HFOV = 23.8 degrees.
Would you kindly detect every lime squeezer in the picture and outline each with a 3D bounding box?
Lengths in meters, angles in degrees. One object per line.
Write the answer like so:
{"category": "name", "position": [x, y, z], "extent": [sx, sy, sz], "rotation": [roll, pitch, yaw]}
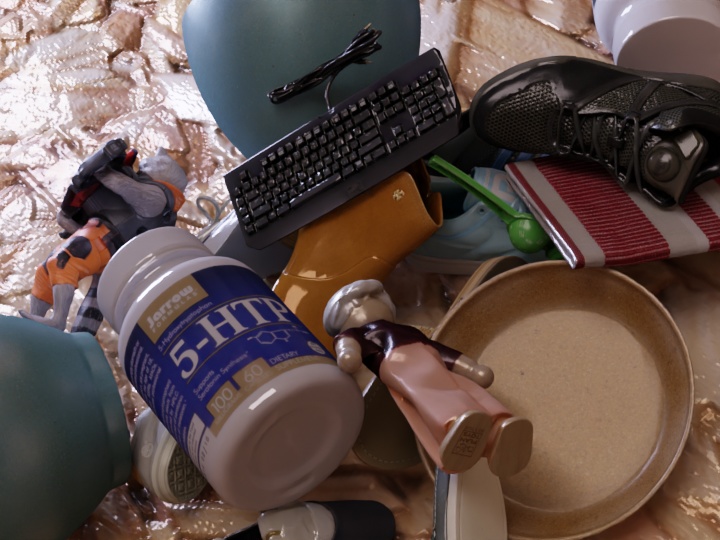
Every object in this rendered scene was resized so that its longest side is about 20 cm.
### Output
{"category": "lime squeezer", "position": [0.122, -0.006, 1.262], "extent": [0.071, 0.038, 0.200], "rotation": [-27, 84, -17]}

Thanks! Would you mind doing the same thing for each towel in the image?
{"category": "towel", "position": [0.222, -0.051, 1.253], "extent": [0.200, 0.023, 0.144], "rotation": [-8, 34, -15]}

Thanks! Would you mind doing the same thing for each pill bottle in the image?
{"category": "pill bottle", "position": [0.246, -0.238, 1.403], "extent": [0.116, 0.116, 0.200], "rotation": [-11, 49, 12]}
{"category": "pill bottle", "position": [-0.099, 0.061, 1.192], "extent": [0.120, 0.120, 0.200], "rotation": [-37, 52, -11]}

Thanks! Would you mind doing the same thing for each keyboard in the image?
{"category": "keyboard", "position": [-0.021, -0.111, 1.290], "extent": [0.200, 0.021, 0.127], "rotation": [-29, 61, 20]}

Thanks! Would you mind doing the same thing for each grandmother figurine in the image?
{"category": "grandmother figurine", "position": [0.031, 0.066, 1.151], "extent": [0.061, 0.121, 0.200], "rotation": [-60, 37, 11]}

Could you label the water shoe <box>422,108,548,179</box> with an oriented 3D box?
{"category": "water shoe", "position": [0.129, -0.105, 1.349], "extent": [0.200, 0.079, 0.072], "rotation": [-7, 28, 16]}

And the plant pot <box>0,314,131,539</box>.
{"category": "plant pot", "position": [-0.248, 0.118, 1.256], "extent": [0.134, 0.200, 0.200], "rotation": [-15, 43, -21]}

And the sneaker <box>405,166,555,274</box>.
{"category": "sneaker", "position": [0.116, -0.041, 1.307], "extent": [0.200, 0.082, 0.074], "rotation": [-4, 51, 18]}

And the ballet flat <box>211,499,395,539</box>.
{"category": "ballet flat", "position": [-0.073, 0.202, 1.183], "extent": [0.200, 0.073, 0.073], "rotation": [-23, 47, 1]}

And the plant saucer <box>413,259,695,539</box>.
{"category": "plant saucer", "position": [0.135, 0.093, 1.185], "extent": [0.200, 0.035, 0.200], "rotation": [-8, 68, 20]}

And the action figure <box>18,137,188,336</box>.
{"category": "action figure", "position": [-0.212, -0.018, 1.396], "extent": [0.105, 0.200, 0.193], "rotation": [40, 73, -2]}

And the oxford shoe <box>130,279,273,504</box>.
{"category": "oxford shoe", "position": [-0.120, 0.087, 1.301], "extent": [0.058, 0.075, 0.200], "rotation": [1, 52, 37]}

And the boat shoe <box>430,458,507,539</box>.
{"category": "boat shoe", "position": [0.055, 0.201, 1.119], "extent": [0.062, 0.073, 0.200], "rotation": [-14, 60, 30]}

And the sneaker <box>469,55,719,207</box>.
{"category": "sneaker", "position": [0.181, -0.102, 1.240], "extent": [0.199, 0.076, 0.114], "rotation": [5, 27, -4]}

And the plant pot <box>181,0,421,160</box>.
{"category": "plant pot", "position": [-0.042, -0.149, 1.407], "extent": [0.200, 0.200, 0.135], "rotation": [-11, 69, 12]}

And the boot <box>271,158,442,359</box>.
{"category": "boot", "position": [0.000, 0.000, 1.278], "extent": [0.144, 0.071, 0.201], "rotation": [-26, 59, 30]}

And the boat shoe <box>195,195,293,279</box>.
{"category": "boat shoe", "position": [-0.114, -0.017, 1.394], "extent": [0.202, 0.075, 0.086], "rotation": [-45, 40, -9]}

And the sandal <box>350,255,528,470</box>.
{"category": "sandal", "position": [0.049, 0.071, 1.264], "extent": [0.212, 0.078, 0.070], "rotation": [-47, 19, -29]}
